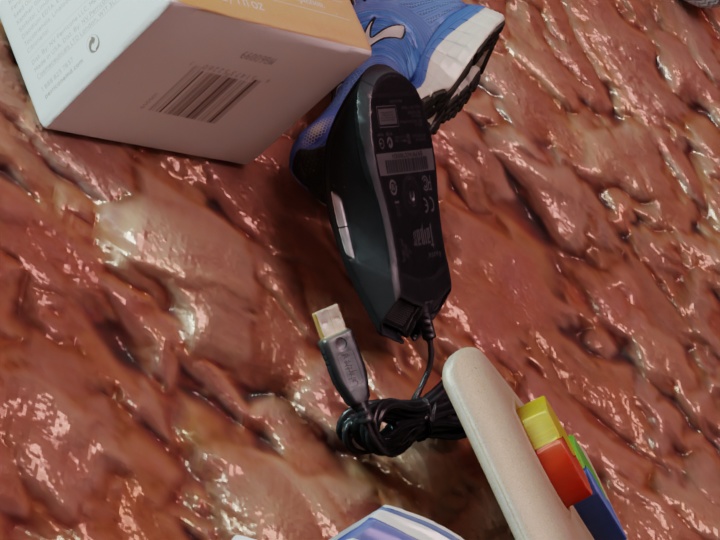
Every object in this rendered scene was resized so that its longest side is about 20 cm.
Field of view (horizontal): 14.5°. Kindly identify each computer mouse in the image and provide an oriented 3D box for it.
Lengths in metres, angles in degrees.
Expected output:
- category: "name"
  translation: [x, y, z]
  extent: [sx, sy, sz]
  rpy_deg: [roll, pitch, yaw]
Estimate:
- category: "computer mouse"
  translation: [0.000, 0.000, 1.438]
  extent: [0.140, 0.046, 0.201]
  rpy_deg: [-21, 100, -60]

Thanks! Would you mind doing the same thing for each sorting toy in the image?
- category: "sorting toy"
  translation: [0.117, 0.138, 1.423]
  extent: [0.186, 0.036, 0.200]
  rpy_deg: [65, 11, 23]

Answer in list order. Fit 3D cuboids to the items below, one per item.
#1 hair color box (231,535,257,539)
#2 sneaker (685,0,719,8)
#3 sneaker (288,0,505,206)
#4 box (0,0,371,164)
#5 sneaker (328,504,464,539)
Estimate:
- category: "hair color box"
  translation: [-0.035, 0.197, 1.154]
  extent: [0.110, 0.064, 0.200]
  rpy_deg: [13, 31, 13]
- category: "sneaker"
  translation: [0.217, -0.287, 2.031]
  extent: [0.200, 0.075, 0.115]
  rpy_deg: [53, 30, -6]
- category: "sneaker"
  translation: [0.003, -0.102, 1.573]
  extent: [0.089, 0.079, 0.200]
  rpy_deg: [29, 37, 9]
- category: "box"
  translation: [-0.109, -0.172, 1.456]
  extent: [0.152, 0.106, 0.201]
  rpy_deg: [8, 51, -48]
- category: "sneaker"
  translation: [0.044, 0.207, 1.275]
  extent: [0.199, 0.080, 0.115]
  rpy_deg: [47, 29, -8]
